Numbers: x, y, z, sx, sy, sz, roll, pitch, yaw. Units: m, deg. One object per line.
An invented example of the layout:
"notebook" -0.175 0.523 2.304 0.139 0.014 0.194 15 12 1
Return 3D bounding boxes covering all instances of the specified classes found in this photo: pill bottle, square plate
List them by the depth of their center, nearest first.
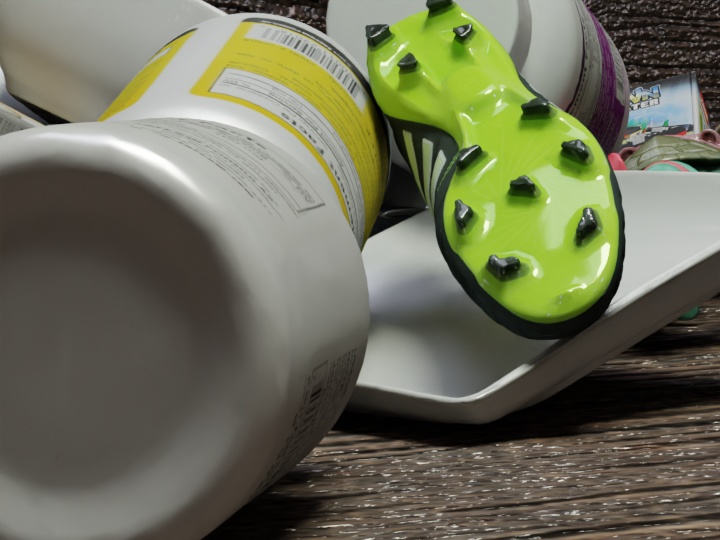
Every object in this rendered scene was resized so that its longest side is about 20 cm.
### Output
"pill bottle" -0.058 0.014 0.743 0.114 0.115 0.200 -2 4 10
"pill bottle" -0.054 -0.019 0.962 0.111 0.112 0.200 -2 18 9
"square plate" 0.050 0.010 1.004 0.198 0.029 0.200 -29 19 -33
"pill bottle" 0.051 -0.090 1.171 0.112 0.113 0.200 -1 -8 16

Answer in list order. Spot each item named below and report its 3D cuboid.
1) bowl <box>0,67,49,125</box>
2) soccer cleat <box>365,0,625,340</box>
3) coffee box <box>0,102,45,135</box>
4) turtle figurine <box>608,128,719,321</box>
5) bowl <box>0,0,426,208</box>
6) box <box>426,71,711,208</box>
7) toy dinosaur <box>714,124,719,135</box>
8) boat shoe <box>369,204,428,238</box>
"bowl" -0.192 -0.036 1.394 0.200 0.091 0.201 -11 -39 -9
"soccer cleat" 0.055 -0.028 0.966 0.067 0.081 0.200 -25 37 0
"coffee box" -0.188 -0.044 1.219 0.114 0.080 0.200 27 0 35
"turtle figurine" 0.147 -0.012 1.165 0.149 0.101 0.200 -1 -1 16
"bowl" -0.080 -0.074 1.280 0.200 0.075 0.200 25 -8 41
"box" 0.078 -0.037 1.332 0.199 0.035 0.110 -14 30 14
"toy dinosaur" 0.204 -0.094 1.184 0.200 0.061 0.106 -37 -29 10
"boat shoe" 0.000 0.000 1.203 0.199 0.072 0.068 -1 3 -30
